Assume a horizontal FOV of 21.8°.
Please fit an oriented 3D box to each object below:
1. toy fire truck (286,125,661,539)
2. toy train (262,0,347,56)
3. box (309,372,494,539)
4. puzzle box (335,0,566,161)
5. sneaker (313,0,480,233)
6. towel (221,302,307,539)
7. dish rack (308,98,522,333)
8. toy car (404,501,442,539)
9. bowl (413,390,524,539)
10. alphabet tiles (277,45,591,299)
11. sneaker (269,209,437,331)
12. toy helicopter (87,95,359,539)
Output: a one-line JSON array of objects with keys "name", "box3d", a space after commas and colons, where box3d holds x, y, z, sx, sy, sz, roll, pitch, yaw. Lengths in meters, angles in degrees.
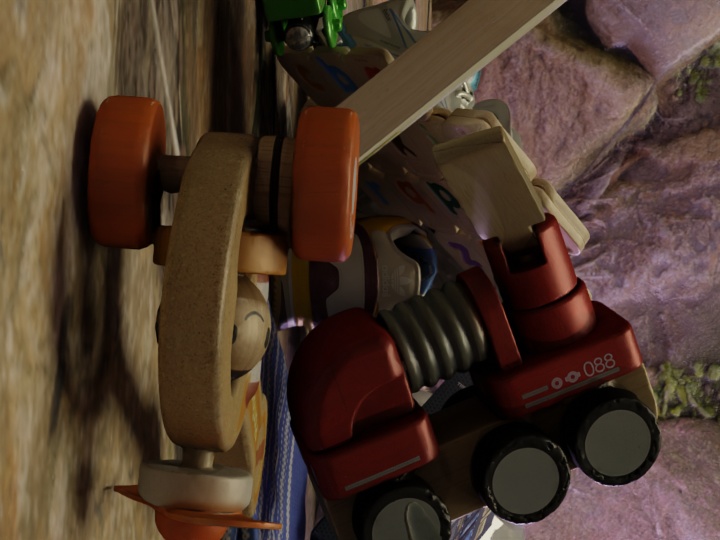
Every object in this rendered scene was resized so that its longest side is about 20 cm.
[{"name": "toy fire truck", "box3d": [0.043, 0.029, 0.919, 0.129, 0.176, 0.201, -132, -158, -73]}, {"name": "toy train", "box3d": [-0.027, -0.177, 1.029, 0.200, 0.042, 0.057, -82, 161, -60]}, {"name": "box", "box3d": [0.031, 0.156, 1.138, 0.158, 0.051, 0.200, -46, 163, -26]}, {"name": "puzzle box", "box3d": [0.024, -0.084, 0.853, 0.025, 0.200, 0.133, 52, 6, -2]}, {"name": "sneaker", "box3d": [0.045, -0.101, 1.156, 0.200, 0.086, 0.075, 60, -6, 29]}, {"name": "towel", "box3d": [-0.044, 0.103, 0.959, 0.200, 0.024, 0.145, 82, 9, -64]}, {"name": "dish rack", "box3d": [0.042, -0.001, 1.199, 0.044, 0.171, 0.200, 36, 40, -32]}, {"name": "toy car", "box3d": [0.019, 0.212, 0.843, 0.165, 0.157, 0.200, 71, 22, -49]}, {"name": "bowl", "box3d": [0.067, 0.164, 1.385, 0.201, 0.090, 0.201, 52, 18, -25]}, {"name": "alphabet tiles", "box3d": [0.042, -0.054, 1.024, 0.015, 0.196, 0.200, -50, -154, -14]}, {"name": "sneaker", "box3d": [0.000, 0.000, 1.070, 0.200, 0.090, 0.075, -65, 156, -79]}, {"name": "toy helicopter", "box3d": [-0.044, 0.041, 0.608, 0.200, 0.079, 0.133, 91, 3, -63]}]
